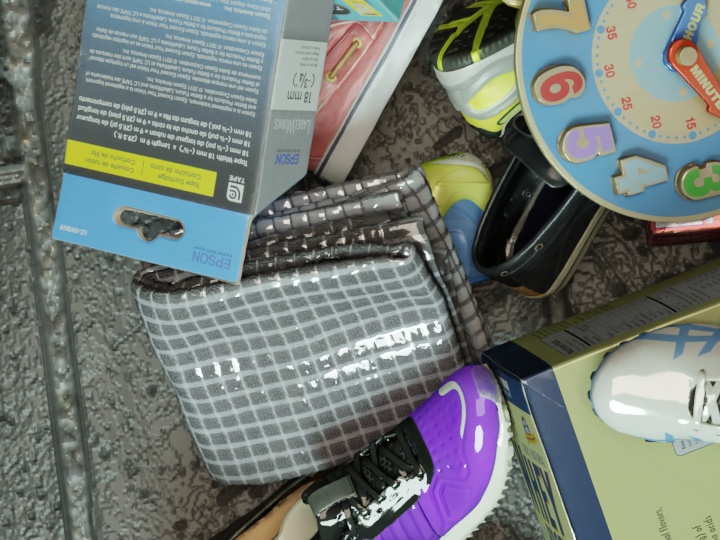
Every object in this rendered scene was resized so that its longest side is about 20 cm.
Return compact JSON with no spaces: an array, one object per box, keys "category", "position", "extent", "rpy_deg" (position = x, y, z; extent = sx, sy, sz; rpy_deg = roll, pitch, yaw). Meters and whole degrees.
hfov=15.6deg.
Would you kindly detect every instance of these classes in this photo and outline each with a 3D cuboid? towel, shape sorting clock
[{"category":"towel","position":[-0.026,0.042,1.641],"extent":[0.198,0.086,0.166],"rpy_deg":[-13,122,13]},{"category":"shape sorting clock","position":[0.189,-0.129,1.577],"extent":[0.198,0.039,0.202],"rpy_deg":[-1,95,-16]}]

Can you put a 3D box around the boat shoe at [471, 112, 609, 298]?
[{"category":"boat shoe","position":[0.128,-0.073,1.635],"extent":[0.075,0.062,0.201],"rpy_deg":[49,122,45]}]

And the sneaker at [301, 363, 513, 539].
[{"category":"sneaker","position":[0.019,0.135,1.599],"extent":[0.099,0.201,0.070],"rpy_deg":[3,45,-26]}]

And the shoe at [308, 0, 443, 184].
[{"category":"shoe","position":[-0.006,-0.160,1.688],"extent":[0.091,0.072,0.201],"rpy_deg":[28,103,-4]}]

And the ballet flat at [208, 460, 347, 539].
[{"category":"ballet flat","position":[-0.068,0.188,1.689],"extent":[0.068,0.068,0.200],"rpy_deg":[42,91,3]}]

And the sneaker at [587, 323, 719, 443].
[{"category":"sneaker","position":[0.227,0.071,1.470],"extent":[0.198,0.072,0.073],"rpy_deg":[5,95,-7]}]

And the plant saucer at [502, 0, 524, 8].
[{"category":"plant saucer","position":[0.157,-0.243,1.656],"extent":[0.198,0.049,0.201],"rpy_deg":[-4,63,-14]}]

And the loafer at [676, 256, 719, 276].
[{"category":"loafer","position":[0.200,0.055,1.684],"extent":[0.199,0.070,0.076],"rpy_deg":[-24,62,-5]}]

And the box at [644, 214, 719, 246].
[{"category":"box","position":[0.275,-0.076,1.665],"extent":[0.198,0.095,0.104],"rpy_deg":[-6,85,4]}]

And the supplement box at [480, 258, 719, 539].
[{"category":"supplement box","position":[0.204,0.112,1.574],"extent":[0.198,0.134,0.201],"rpy_deg":[-20,97,-5]}]

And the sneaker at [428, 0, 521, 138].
[{"category":"sneaker","position":[0.140,-0.158,1.701],"extent":[0.199,0.075,0.077],"rpy_deg":[-26,124,-6]}]

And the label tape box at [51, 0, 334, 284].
[{"category":"label tape box","position":[-0.102,-0.105,1.619],"extent":[0.143,0.063,0.202],"rpy_deg":[13,98,27]}]

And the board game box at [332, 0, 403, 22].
[{"category":"board game box","position":[-0.030,-0.260,1.675],"extent":[0.150,0.047,0.202],"rpy_deg":[5,74,27]}]

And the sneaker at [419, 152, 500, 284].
[{"category":"sneaker","position":[0.000,0.000,1.691],"extent":[0.199,0.076,0.106],"rpy_deg":[-20,86,2]}]
